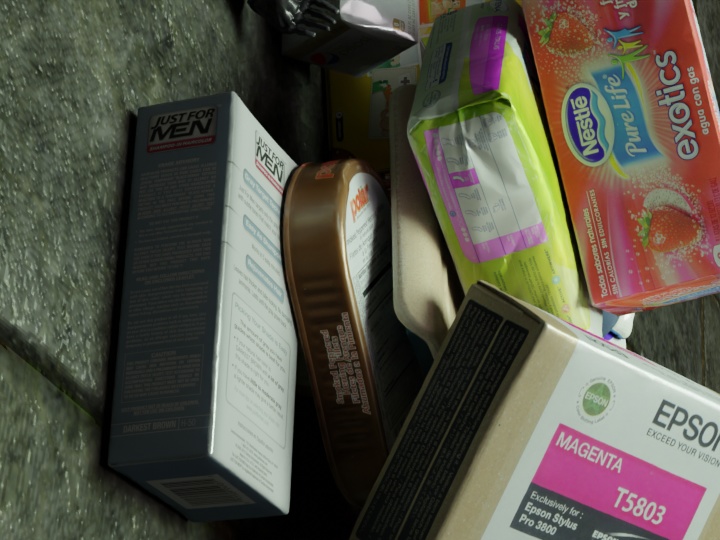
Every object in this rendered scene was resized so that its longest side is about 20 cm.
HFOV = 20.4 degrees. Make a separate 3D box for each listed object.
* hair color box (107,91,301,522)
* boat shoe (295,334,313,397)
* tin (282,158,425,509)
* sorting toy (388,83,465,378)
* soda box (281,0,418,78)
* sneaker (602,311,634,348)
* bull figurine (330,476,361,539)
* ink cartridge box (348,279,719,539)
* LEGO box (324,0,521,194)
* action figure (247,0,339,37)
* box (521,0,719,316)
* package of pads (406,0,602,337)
[{"bbox_3d":[-0.078,0.020,1.053,0.099,0.060,0.202,48,40,-58],"label":"hair color box"},{"bbox_3d":[0.000,0.000,1.249,0.200,0.072,0.065,-55,135,-52],"label":"boat shoe"},{"bbox_3d":[0.002,0.035,1.131,0.112,0.042,0.202,-54,133,-69],"label":"tin"},{"bbox_3d":[0.054,0.017,1.205,0.200,0.036,0.186,59,23,-47],"label":"sorting toy"},{"bbox_3d":[-0.008,-0.231,1.284,0.063,0.068,0.202,12,68,-34],"label":"soda box"},{"bbox_3d":[0.143,0.029,1.442,0.147,0.080,0.200,50,41,-18],"label":"sneaker"},{"bbox_3d":[0.067,0.158,1.267,0.199,0.065,0.122,12,68,-25],"label":"bull figurine"},{"bbox_3d":[0.115,0.120,1.115,0.199,0.075,0.166,24,94,-34],"label":"ink cartridge box"},{"bbox_3d":[0.056,-0.154,1.334,0.077,0.148,0.202,26,59,-64],"label":"LEGO box"},{"bbox_3d":[-0.062,-0.223,1.129,0.200,0.101,0.120,49,50,-56],"label":"action figure"},{"bbox_3d":[0.165,-0.082,1.182,0.103,0.094,0.202,16,61,-75],"label":"box"},{"bbox_3d":[0.091,-0.040,1.186,0.155,0.068,0.201,-77,149,-60],"label":"package of pads"}]
